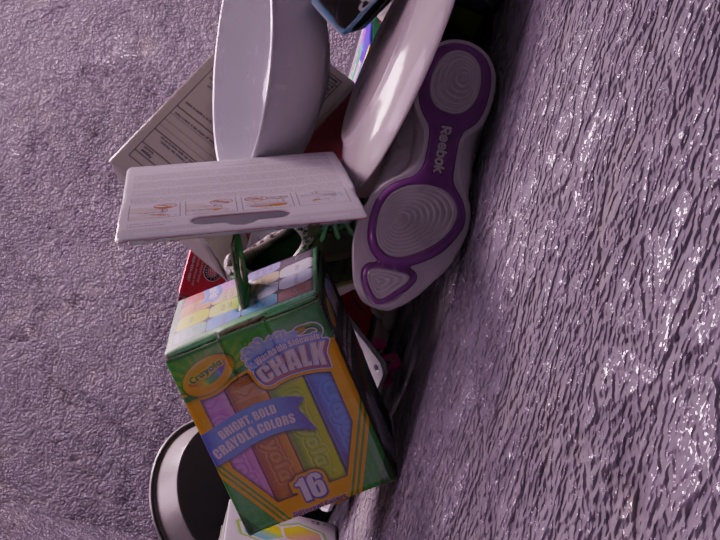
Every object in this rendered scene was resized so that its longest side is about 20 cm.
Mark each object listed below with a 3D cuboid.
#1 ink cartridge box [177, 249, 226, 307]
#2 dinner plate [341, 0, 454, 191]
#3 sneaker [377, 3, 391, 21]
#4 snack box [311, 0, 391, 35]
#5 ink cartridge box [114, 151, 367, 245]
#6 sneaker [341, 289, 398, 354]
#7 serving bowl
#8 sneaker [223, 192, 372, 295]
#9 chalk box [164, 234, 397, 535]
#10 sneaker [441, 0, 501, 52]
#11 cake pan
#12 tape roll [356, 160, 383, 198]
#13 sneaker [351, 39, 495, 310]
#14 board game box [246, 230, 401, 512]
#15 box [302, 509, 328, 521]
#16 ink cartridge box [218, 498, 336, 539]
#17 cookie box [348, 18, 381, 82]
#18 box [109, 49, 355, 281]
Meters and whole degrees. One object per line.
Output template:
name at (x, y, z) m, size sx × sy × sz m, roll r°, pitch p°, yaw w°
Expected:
ink cartridge box at (-0.082, 0.001, 1.355) m, size 0.083 × 0.199 × 0.146 m, roll 110°, pitch 173°, yaw -63°
dinner plate at (0.023, -0.153, 0.944) m, size 0.200 × 0.024 × 0.201 m, roll -157°, pitch 90°, yaw -80°
sneaker at (0.075, -0.285, 1.199) m, size 0.075 × 0.081 × 0.200 m, roll -54°, pitch 13°, yaw -32°
snack box at (0.052, -0.262, 0.957) m, size 0.200 × 0.037 × 0.116 m, roll -44°, pitch 4°, yaw 15°
ink cartridge box at (-0.082, -0.036, 0.879) m, size 0.200 × 0.161 × 0.050 m, roll -112°, pitch 17°, yaw -69°
sneaker at (0.000, 0.000, 1.121) m, size 0.077 × 0.084 × 0.201 m, roll -92°, pitch 17°, yaw -68°
serving bowl at (-0.068, -0.165, 1.033) m, size 0.200 × 0.065 × 0.201 m, roll -177°, pitch 90°, yaw -72°
sneaker at (-0.023, -0.026, 1.017) m, size 0.077 × 0.200 × 0.089 m, roll 56°, pitch 179°, yaw 36°
chalk box at (-0.067, 0.068, 0.951) m, size 0.124 × 0.123 × 0.201 m, roll -94°, pitch -19°, yaw -73°
sneaker at (0.061, -0.176, 1.026) m, size 0.200 × 0.070 × 0.083 m, roll 118°, pitch 172°, yaw -56°
cake pan at (-0.134, 0.250, 1.386) m, size 0.037 × 0.200 × 0.201 m, roll -33°, pitch 36°, yaw 43°
tape roll at (0.024, -0.125, 1.207) m, size 0.203 × 0.037 × 0.204 m, roll 11°, pitch -90°, yaw -82°
sneaker at (0.049, -0.061, 0.924) m, size 0.100 × 0.075 × 0.201 m, roll 98°, pitch -167°, yaw -78°
board game box at (-0.051, 0.079, 1.131) m, size 0.200 × 0.026 × 0.201 m, roll 51°, pitch 140°, yaw 31°
box at (-0.063, 0.175, 1.310) m, size 0.200 × 0.086 × 0.164 m, roll 112°, pitch 171°, yaw -54°
ink cartridge box at (-0.077, 0.260, 1.143) m, size 0.200 × 0.103 × 0.060 m, roll -98°, pitch 24°, yaw -77°
cookie box at (0.020, -0.188, 1.444) m, size 0.200 × 0.075 × 0.172 m, roll -91°, pitch 17°, yaw -66°
box at (-0.107, -0.112, 1.168) m, size 0.200 × 0.128 × 0.109 m, roll -48°, pitch -18°, yaw -11°
